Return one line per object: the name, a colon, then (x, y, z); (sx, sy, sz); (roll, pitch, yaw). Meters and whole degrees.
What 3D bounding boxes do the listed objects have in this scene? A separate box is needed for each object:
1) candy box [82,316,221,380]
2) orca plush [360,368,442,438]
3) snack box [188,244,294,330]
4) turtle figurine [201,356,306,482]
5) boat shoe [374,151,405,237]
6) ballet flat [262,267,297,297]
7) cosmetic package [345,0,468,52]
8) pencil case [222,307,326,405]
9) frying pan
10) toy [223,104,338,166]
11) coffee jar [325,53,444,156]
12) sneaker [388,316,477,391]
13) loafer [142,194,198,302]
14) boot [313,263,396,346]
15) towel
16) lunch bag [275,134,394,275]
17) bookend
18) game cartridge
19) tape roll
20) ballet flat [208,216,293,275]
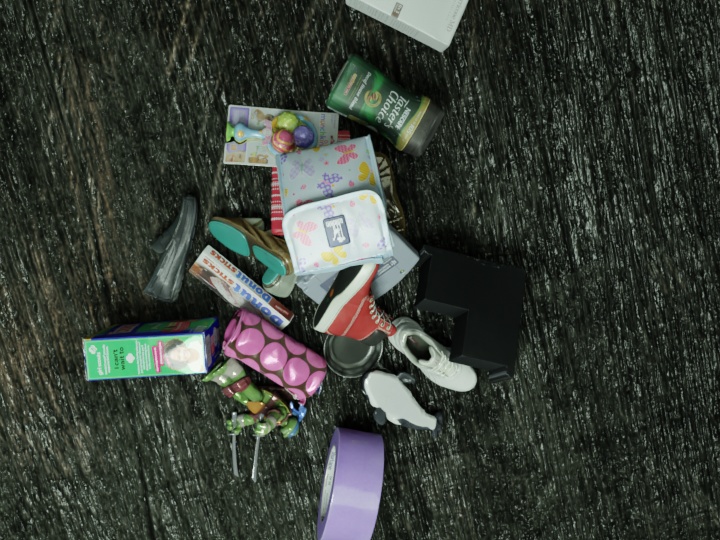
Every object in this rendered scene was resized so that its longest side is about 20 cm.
candy box: (-0.355, 0.133, 1.169); (0.198, 0.169, 0.078); (-5, 95, -4)
orca plush: (0.071, 0.243, 1.275); (0.199, 0.071, 0.106); (22, 85, -25)
snack box: (-0.217, 0.041, 1.221); (0.200, 0.024, 0.072); (40, 133, -8)
turtle figurine: (-0.214, 0.265, 1.212); (0.200, 0.144, 0.194); (-42, 96, -2)
boat shoe: (0.040, -0.118, 1.218); (0.073, 0.066, 0.202); (-6, 107, -1)
ballet flat: (-0.106, -0.041, 1.226); (0.064, 0.067, 0.201); (33, 89, -37)
cosmetic package: (0.082, -0.476, 1.171); (0.198, 0.074, 0.102); (23, 96, -6)
pencil case: (-0.156, 0.154, 1.201); (0.199, 0.091, 0.094); (35, 80, -17)
frying pan: (0.020, 0.154, 1.272); (0.188, 0.031, 0.116); (16, 98, -17)
toy: (-0.139, -0.241, 1.178); (0.198, 0.047, 0.116); (2, 73, -2)
coffee jar: (0.045, -0.289, 1.186); (0.199, 0.085, 0.105); (28, 95, -8)
sneaker: (0.137, 0.169, 1.249); (0.199, 0.099, 0.078); (34, 94, -8)
loafer: (-0.337, -0.041, 1.197); (0.070, 0.068, 0.202); (15, 100, -16)
boot: (0.020, 0.053, 1.173); (0.143, 0.073, 0.201); (20, 132, -17)
towel: (-0.086, -0.156, 1.190); (0.143, 0.023, 0.202); (0, 73, -4)
lunch bag: (-0.039, -0.099, 1.083); (0.168, 0.127, 0.202); (-10, 69, 5)
bookend: (0.180, 0.081, 1.207); (0.197, 0.092, 0.202); (13, 73, -8)
game cartridge: (0.000, 0.000, 1.203); (0.199, 0.041, 0.133); (-35, 125, 17)
tape roll: (-0.019, 0.392, 1.216); (0.084, 0.200, 0.202); (10, 97, -6)
ballet flat: (-0.179, -0.057, 1.193); (0.072, 0.199, 0.068); (-42, 143, -34)
